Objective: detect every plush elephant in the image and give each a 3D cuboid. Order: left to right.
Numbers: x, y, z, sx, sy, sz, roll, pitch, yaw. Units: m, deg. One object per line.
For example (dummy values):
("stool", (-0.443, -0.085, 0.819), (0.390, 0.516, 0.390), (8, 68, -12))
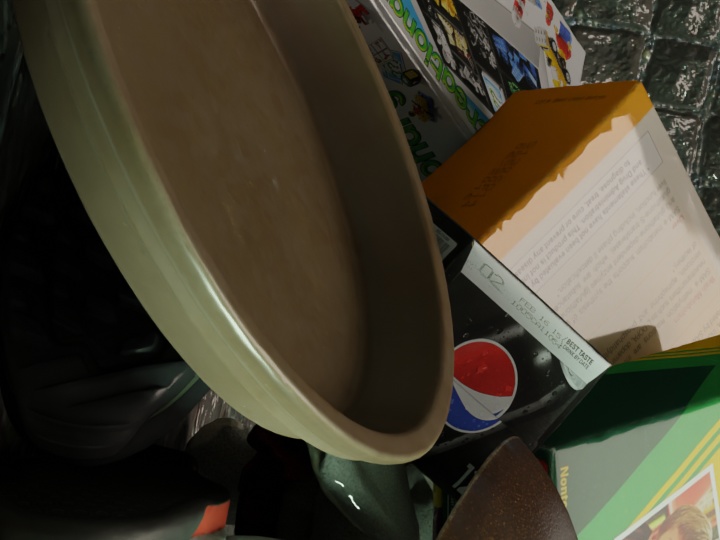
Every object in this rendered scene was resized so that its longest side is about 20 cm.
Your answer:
("plush elephant", (-0.011, 0.064, 1.104), (0.165, 0.199, 0.156), (-61, 144, -53))

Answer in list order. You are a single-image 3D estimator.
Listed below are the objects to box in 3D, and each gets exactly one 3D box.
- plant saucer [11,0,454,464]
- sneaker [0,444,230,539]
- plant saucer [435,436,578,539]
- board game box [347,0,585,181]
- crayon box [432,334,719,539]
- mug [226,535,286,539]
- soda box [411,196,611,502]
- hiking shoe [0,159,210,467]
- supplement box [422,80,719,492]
("plant saucer", (-0.034, -0.040, 0.732), (0.200, 0.029, 0.201), (53, 22, -32))
("sneaker", (-0.078, 0.107, 0.792), (0.201, 0.067, 0.109), (-165, -96, -87))
("plant saucer", (0.019, 0.145, 0.788), (0.200, 0.032, 0.201), (21, 90, -77))
("board game box", (0.021, -0.111, 1.085), (0.200, 0.034, 0.127), (54, 33, -31))
("crayon box", (0.102, 0.133, 0.956), (0.172, 0.058, 0.201), (-12, 108, -42))
("mug", (-0.051, 0.209, 1.006), (0.153, 0.149, 0.187), (110, -12, -61))
("soda box", (0.000, 0.000, 0.907), (0.063, 0.071, 0.200), (-48, -151, 2))
("hiking shoe", (-0.057, 0.006, 0.827), (0.200, 0.075, 0.101), (-74, 170, -54))
("supplement box", (0.086, 0.048, 1.042), (0.126, 0.073, 0.201), (-43, 115, -33))
